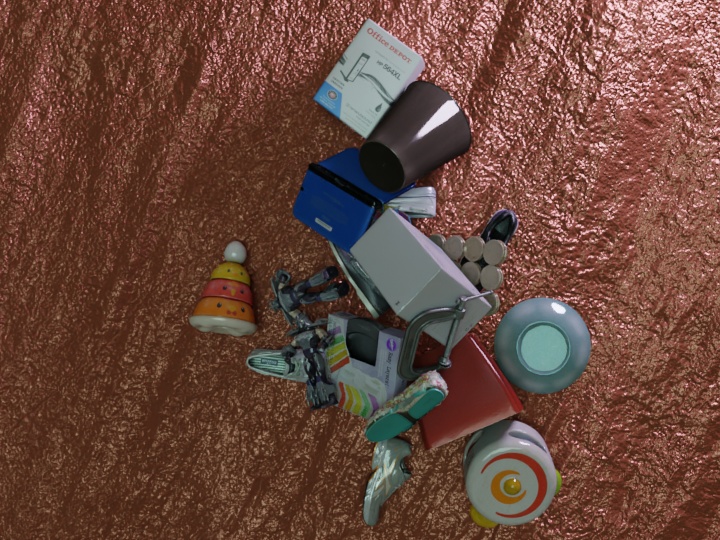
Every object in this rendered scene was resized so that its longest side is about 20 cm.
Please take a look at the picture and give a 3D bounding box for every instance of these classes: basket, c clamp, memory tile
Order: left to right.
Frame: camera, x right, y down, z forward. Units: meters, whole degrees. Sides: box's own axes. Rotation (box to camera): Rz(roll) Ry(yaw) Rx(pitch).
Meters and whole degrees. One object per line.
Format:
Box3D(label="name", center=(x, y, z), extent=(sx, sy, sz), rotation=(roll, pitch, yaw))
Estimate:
Box3D(label="basket", center=(0.100, -0.252, 1.504), extent=(0.181, 0.136, 0.200), rotation=(48, 56, -3))
Box3D(label="c clamp", center=(0.151, 0.128, 1.416), extent=(0.169, 0.027, 0.202), rotation=(-5, 129, -29))
Box3D(label="memory tile", center=(0.207, 0.005, 1.557), extent=(0.199, 0.017, 0.155), rotation=(9, 94, 45))

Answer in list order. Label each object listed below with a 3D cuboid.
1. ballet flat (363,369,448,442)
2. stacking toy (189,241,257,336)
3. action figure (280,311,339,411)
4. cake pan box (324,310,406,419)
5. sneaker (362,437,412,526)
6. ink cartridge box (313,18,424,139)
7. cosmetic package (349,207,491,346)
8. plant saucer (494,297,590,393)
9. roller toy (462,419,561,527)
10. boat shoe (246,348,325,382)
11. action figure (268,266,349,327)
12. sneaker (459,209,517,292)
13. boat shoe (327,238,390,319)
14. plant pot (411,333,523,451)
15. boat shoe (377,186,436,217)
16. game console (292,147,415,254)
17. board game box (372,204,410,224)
Box3D(label="ballet flat", center=(0.088, 0.258, 1.458), extent=(0.199, 0.064, 0.076), rotation=(-37, 118, 23))
Box3D(label="stacking toy", center=(-0.285, 0.034, 1.644), extent=(0.144, 0.146, 0.203), rotation=(3, 77, 8))
Box3D(label="action figure", center=(-0.098, 0.180, 1.554), extent=(0.129, 0.069, 0.202), rotation=(-22, 81, 42))
Box3D(label="cake pan box", center=(0.009, 0.194, 1.548), extent=(0.183, 0.052, 0.203), rotation=(17, 107, 31))
Box3D(label="sneaker", center=(0.059, 0.452, 1.628), extent=(0.091, 0.076, 0.203), rotation=(12, 96, 3))
Box3D(label="ink cartridge box", center=(0.019, -0.392, 1.585), extent=(0.145, 0.084, 0.201), rotation=(36, 98, 5))
Box3D(label="cosmetic package", center=(0.115, 0.015, 1.463), extent=(0.123, 0.199, 0.200), rotation=(-47, 47, 11))
Box3D(label="plant saucer", center=(0.378, 0.158, 1.582), extent=(0.198, 0.039, 0.204), rotation=(0, 92, 8))
Box3D(label="roller toy", center=(0.297, 0.410, 1.543), extent=(0.198, 0.140, 0.184), rotation=(-20, 99, 8))
Box3D(label="boat shoe", center=(-0.148, 0.207, 1.639), extent=(0.197, 0.067, 0.075), rotation=(-1, 93, 7))
Box3D(label="action figure", center=(-0.124, 0.049, 1.609), extent=(0.199, 0.069, 0.131), rotation=(-21, 104, 34))
Box3D(label="sneaker", center=(0.255, -0.037, 1.565), extent=(0.075, 0.088, 0.202), rotation=(28, 96, 6))
Box3D(label="boat shoe", center=(0.000, 0.000, 1.560), extent=(0.062, 0.073, 0.201), rotation=(-32, 84, 0))
Box3D(label="plant pot", center=(0.201, 0.236, 1.543), extent=(0.198, 0.200, 0.178), rotation=(-24, 78, 9))
Box3D(label="boat shoe", center=(0.061, -0.131, 1.593), extent=(0.197, 0.074, 0.068), rotation=(-7, 80, 8))
Box3D(label="game console", center=(-0.016, -0.146, 1.561), extent=(0.199, 0.118, 0.172), rotation=(34, 109, 35))
Box3D(label="board game box", center=(0.037, -0.037, 1.586), extent=(0.156, 0.039, 0.202), rotation=(-8, 112, 15))
